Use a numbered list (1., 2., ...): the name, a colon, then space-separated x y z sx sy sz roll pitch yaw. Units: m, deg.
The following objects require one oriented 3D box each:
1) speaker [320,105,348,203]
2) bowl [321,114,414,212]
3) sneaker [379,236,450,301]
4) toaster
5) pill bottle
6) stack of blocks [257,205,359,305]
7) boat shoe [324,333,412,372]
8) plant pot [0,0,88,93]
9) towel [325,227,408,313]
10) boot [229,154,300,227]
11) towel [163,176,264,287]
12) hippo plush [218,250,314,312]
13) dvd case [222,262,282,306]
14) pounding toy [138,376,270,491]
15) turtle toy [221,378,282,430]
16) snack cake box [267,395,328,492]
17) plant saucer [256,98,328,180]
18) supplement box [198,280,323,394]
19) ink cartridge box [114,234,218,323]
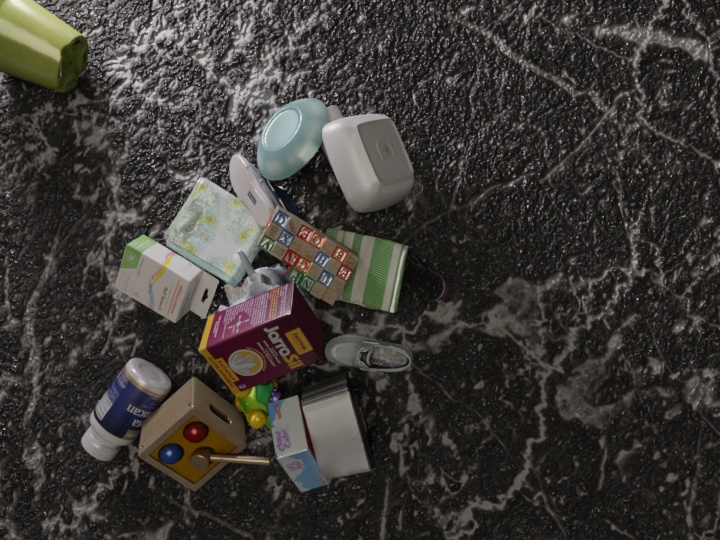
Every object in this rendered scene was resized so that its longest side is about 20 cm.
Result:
1. speaker: -0.037 -0.252 1.234 0.080 0.081 0.203 -27 89 1
2. bowl: 0.030 -0.233 1.175 0.074 0.198 0.204 -21 91 44
3. sneaker: 0.111 0.003 1.237 0.199 0.087 0.077 40 103 26
4. toaster: -0.044 0.309 1.174 0.116 0.181 0.205 -16 89 -3
5. pill bottle: -0.508 0.302 1.224 0.110 0.111 0.202 36 91 2
6. stack of blocks: -0.115 -0.031 1.174 0.197 0.059 0.117 31 97 -16
7. boat shoe: 0.018 0.181 1.231 0.195 0.072 0.072 6 89 1
8. plant pot: -0.699 -0.483 1.213 0.181 0.200 0.204 25 90 -9
9. towel: 0.000 0.000 1.226 0.196 0.023 0.157 12 89 25
10. boot: -0.213 -0.173 1.250 0.073 0.089 0.202 -49 62 36
11. towel: -0.313 -0.085 1.249 0.197 0.048 0.174 31 86 1
12. hippo plush: -0.199 0.086 1.171 0.159 0.199 0.162 44 99 22
13. dvd case: -0.211 0.102 1.265 0.139 0.018 0.205 -19 90 2
14. pounding toy: -0.321 0.357 1.177 0.183 0.143 0.200 -40 119 6
15. turtle toy: -0.216 0.268 1.212 0.100 0.145 0.204 -30 109 -20
16. snack cake box: -0.124 0.357 1.155 0.066 0.202 0.117 -15 51 -1
17. plant saucer: -0.156 -0.289 1.197 0.197 0.039 0.206 -18 58 29
18. supplement box: -0.184 0.130 1.078 0.196 0.104 0.132 -23 122 13
19. ink cartridge box: -0.419 0.028 1.228 0.197 0.067 0.119 29 115 2
